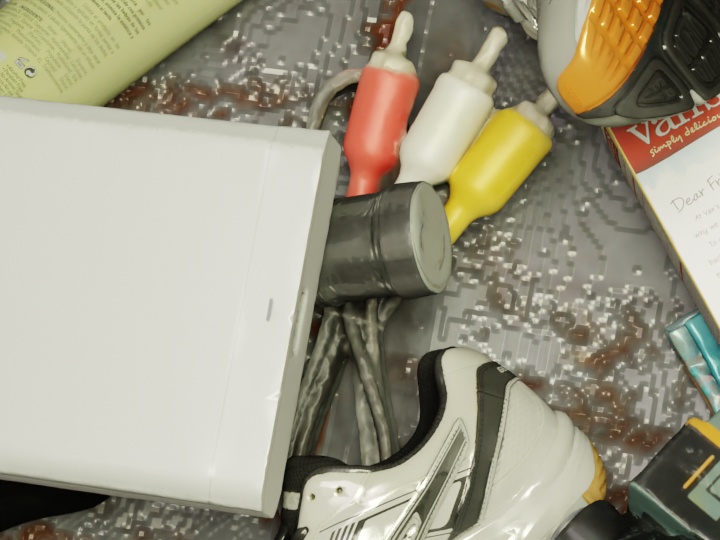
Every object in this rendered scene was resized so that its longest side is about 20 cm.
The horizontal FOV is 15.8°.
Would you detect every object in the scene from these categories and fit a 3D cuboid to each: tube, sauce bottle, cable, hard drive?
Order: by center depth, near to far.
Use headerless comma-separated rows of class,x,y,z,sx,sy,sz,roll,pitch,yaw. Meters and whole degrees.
hard drive,-0.115,0.006,0.904,0.199,0.026,0.133,7,77,14
sauce bottle,-0.065,0.002,0.947,0.199,0.065,0.065,-6,73,22
cable,0.000,0.000,0.958,0.097,0.050,0.201,22,80,16
tube,-0.097,-0.098,1.001,0.200,0.052,0.058,-43,111,-20

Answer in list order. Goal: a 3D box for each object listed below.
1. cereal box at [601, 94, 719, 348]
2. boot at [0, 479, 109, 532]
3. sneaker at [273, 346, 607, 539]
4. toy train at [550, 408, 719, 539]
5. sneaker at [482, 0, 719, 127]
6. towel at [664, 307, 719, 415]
cereal box,0.190,-0.004,0.901,0.143,0.040,0.201,-27,72,2
boot,-0.173,0.125,0.943,0.210,0.079,0.159,-10,66,20
sneaker,-0.009,0.110,0.907,0.200,0.076,0.088,-45,95,-13
toy train,0.154,0.124,0.812,0.200,0.085,0.114,39,73,21
sneaker,0.079,-0.100,0.923,0.092,0.200,0.076,-23,113,26
towel,0.218,0.064,0.910,0.146,0.022,0.201,-31,71,3
